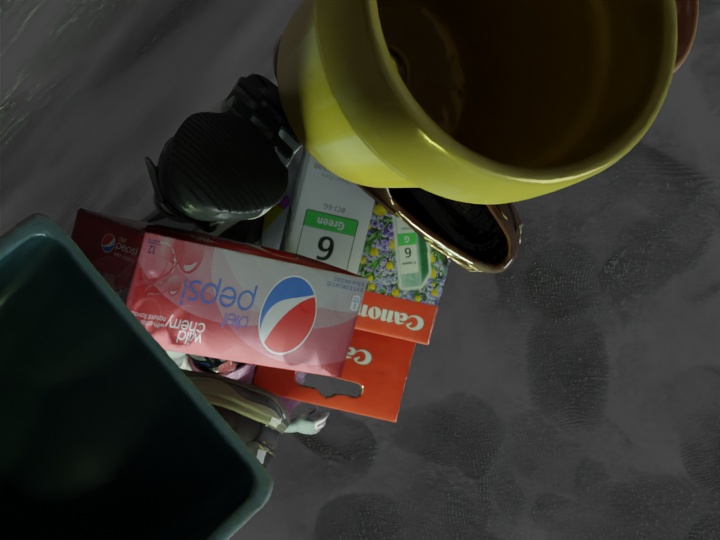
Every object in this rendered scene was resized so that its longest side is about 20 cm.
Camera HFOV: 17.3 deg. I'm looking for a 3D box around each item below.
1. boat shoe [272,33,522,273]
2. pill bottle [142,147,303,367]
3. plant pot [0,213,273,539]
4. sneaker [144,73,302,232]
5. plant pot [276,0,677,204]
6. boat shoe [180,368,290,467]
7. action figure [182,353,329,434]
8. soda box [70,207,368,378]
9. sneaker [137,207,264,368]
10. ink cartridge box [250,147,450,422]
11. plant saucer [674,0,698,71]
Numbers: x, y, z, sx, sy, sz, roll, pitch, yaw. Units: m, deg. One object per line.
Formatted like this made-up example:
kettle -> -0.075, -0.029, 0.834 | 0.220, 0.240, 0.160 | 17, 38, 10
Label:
boat shoe -> 0.026, -0.076, 1.471 | 0.070, 0.200, 0.070 | -47, -170, 10
pill bottle -> -0.099, -0.014, 1.634 | 0.200, 0.104, 0.104 | -46, 178, 19
plant pot -> -0.208, 0.129, 1.243 | 0.200, 0.197, 0.196 | -38, -177, 40
sneaker -> -0.092, -0.053, 1.429 | 0.088, 0.074, 0.200 | -42, -177, 19
plant pot -> 0.047, -0.129, 1.349 | 0.201, 0.201, 0.189 | -44, -168, -26
boat shoe -> -0.148, 0.093, 1.560 | 0.075, 0.199, 0.074 | 58, 47, -74
action figure -> -0.096, 0.060, 1.784 | 0.148, 0.135, 0.200 | -3, 169, 11
soda box -> -0.088, 0.016, 1.426 | 0.200, 0.063, 0.070 | 11, 96, -49
sneaker -> -0.123, 0.026, 1.496 | 0.073, 0.112, 0.200 | 14, -144, 39
ink cartridge box -> 0.000, 0.000, 1.547 | 0.050, 0.108, 0.201 | -110, -147, -77
plant saucer -> 0.139, -0.207, 1.495 | 0.037, 0.201, 0.200 | -23, -167, 41
